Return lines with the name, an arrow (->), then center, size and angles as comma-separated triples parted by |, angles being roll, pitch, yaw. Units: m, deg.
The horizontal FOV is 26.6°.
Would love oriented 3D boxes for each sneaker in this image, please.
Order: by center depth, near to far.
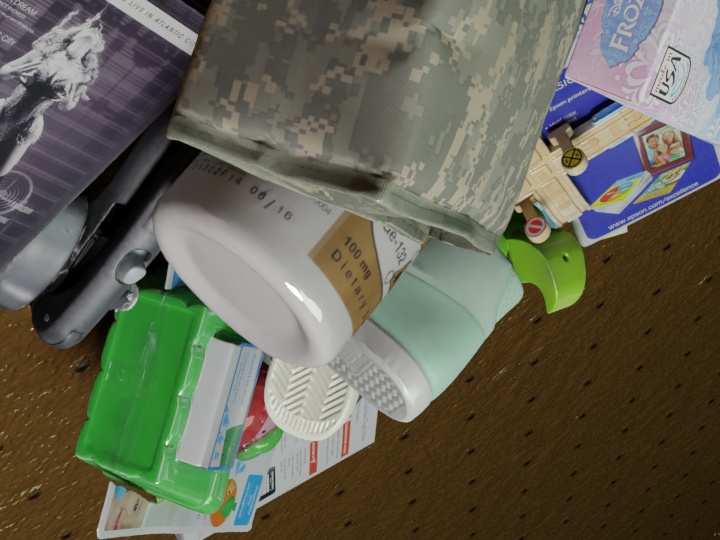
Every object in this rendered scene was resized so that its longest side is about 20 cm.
sneaker -> -0.003, -0.017, 0.843 | 0.118, 0.200, 0.074 | -38, 156, -25
sneaker -> 0.000, 0.000, 0.912 | 0.202, 0.074, 0.085 | -63, 176, 12

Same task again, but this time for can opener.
can opener -> -0.115, -0.037, 0.802 | 0.200, 0.064, 0.078 | -43, 154, 16

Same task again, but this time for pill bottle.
pill bottle -> 0.000, -0.061, 0.756 | 0.201, 0.114, 0.115 | -50, 160, -20

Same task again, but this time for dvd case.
dvd case -> -0.171, -0.073, 0.710 | 0.200, 0.016, 0.148 | -42, 148, 14

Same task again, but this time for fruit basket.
fruit basket -> -0.083, 0.076, 0.944 | 0.199, 0.093, 0.188 | 21, 85, -60

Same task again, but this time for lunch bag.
lunch bag -> 0.028, -0.100, 0.625 | 0.200, 0.116, 0.166 | 19, 89, -65

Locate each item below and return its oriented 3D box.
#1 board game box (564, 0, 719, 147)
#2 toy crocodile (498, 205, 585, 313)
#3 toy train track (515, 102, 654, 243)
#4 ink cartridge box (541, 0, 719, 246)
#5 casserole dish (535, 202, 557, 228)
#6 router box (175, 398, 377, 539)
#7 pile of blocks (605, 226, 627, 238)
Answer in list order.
board game box -> 0.186, -0.158, 0.697 | 0.198, 0.043, 0.202 | 8, 105, -56
toy crocodile -> 0.056, -0.006, 0.975 | 0.198, 0.063, 0.067 | -3, -169, 39
toy train track -> 0.142, -0.071, 0.862 | 0.199, 0.033, 0.115 | -32, 139, 13
ink cartridge box -> 0.186, -0.123, 0.882 | 0.196, 0.047, 0.201 | -26, 139, 7
casserole dish -> 0.097, -0.019, 1.102 | 0.121, 0.039, 0.200 | -36, 163, -11
router box -> -0.071, 0.110, 1.131 | 0.178, 0.049, 0.201 | -28, 154, -18
pile of blocks -> 0.183, -0.076, 1.055 | 0.199, 0.081, 0.063 | -36, 127, -38
